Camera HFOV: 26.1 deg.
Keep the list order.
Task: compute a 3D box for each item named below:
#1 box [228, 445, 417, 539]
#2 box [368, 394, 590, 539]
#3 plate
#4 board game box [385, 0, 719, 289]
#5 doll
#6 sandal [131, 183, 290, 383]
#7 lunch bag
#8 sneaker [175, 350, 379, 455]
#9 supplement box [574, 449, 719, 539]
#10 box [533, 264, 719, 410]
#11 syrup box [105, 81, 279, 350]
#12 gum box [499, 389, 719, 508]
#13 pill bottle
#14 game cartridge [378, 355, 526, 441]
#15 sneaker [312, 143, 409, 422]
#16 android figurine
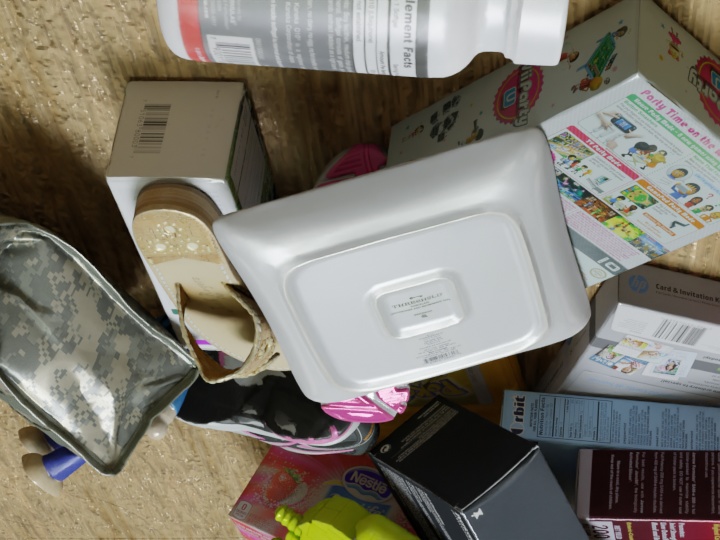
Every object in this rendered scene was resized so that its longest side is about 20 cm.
[{"bbox_3d":[0.005,0.219,1.295,0.199,0.103,0.095,20,154,28],"label":"box"},{"bbox_3d":[0.109,0.205,1.141,0.201,0.079,0.141,60,165,-24],"label":"box"},{"bbox_3d":[0.034,0.012,0.942,0.198,0.032,0.200,-16,141,7],"label":"plate"},{"bbox_3d":[0.134,-0.065,0.936,0.147,0.065,0.199,32,141,-33],"label":"board game box"},{"bbox_3d":[-0.166,0.086,1.159,0.200,0.137,0.048,-41,119,5],"label":"doll"},{"bbox_3d":[-0.093,0.035,0.983,0.077,0.070,0.212,-5,145,18],"label":"sandal"},{"bbox_3d":[-0.233,0.029,1.063,0.200,0.118,0.164,48,165,-31],"label":"lunch bag"},{"bbox_3d":[-0.071,0.104,1.178,0.199,0.081,0.086,19,164,37],"label":"sneaker"},{"bbox_3d":[0.261,0.181,1.124,0.198,0.061,0.109,-2,143,15],"label":"supplement box"},{"bbox_3d":[0.229,0.075,1.145,0.155,0.041,0.200,12,146,-6],"label":"box"},{"bbox_3d":[-0.099,-0.030,1.022,0.081,0.079,0.201,1,146,9],"label":"syrup box"},{"bbox_3d":[0.206,0.159,1.201,0.198,0.045,0.170,5,148,7],"label":"gum box"},{"bbox_3d":[0.004,-0.157,0.777,0.198,0.117,0.116,4,147,4],"label":"pill bottle"},{"bbox_3d":[0.033,0.075,1.196,0.175,0.033,0.200,-3,143,17],"label":"game cartridge"},{"bbox_3d":[0.000,0.000,1.045,0.081,0.088,0.201,4,122,3],"label":"sneaker"},{"bbox_3d":[0.014,0.248,1.181,0.199,0.041,0.183,33,140,15],"label":"android figurine"}]
